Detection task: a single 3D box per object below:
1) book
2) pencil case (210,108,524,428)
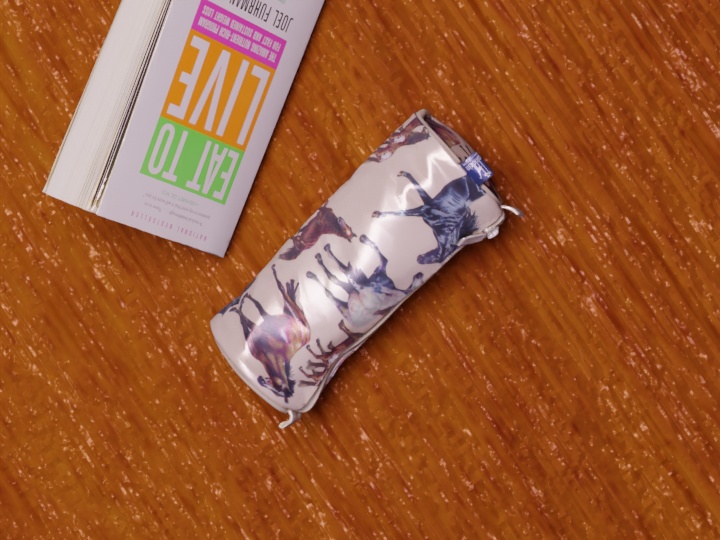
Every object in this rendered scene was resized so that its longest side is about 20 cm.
[{"bbox_3d":[-0.095,-0.118,1.177,0.048,0.134,0.200,22,91,37],"label":"book"},{"bbox_3d":[0.000,0.000,1.186,0.200,0.078,0.089,-45,70,3],"label":"pencil case"}]
